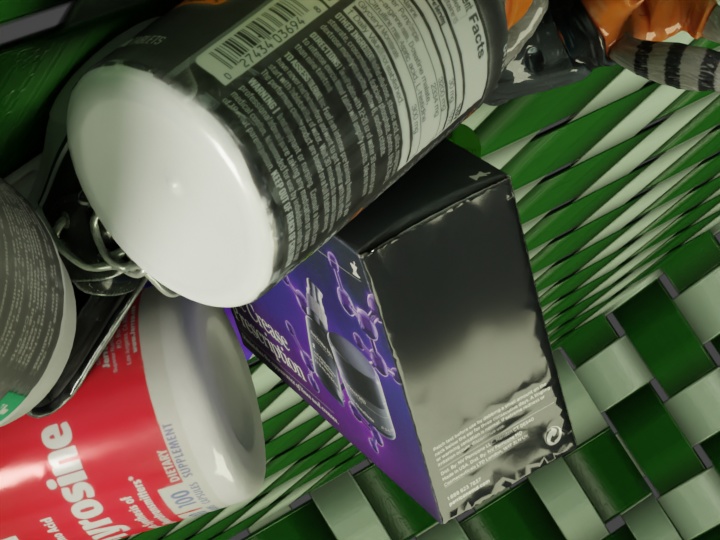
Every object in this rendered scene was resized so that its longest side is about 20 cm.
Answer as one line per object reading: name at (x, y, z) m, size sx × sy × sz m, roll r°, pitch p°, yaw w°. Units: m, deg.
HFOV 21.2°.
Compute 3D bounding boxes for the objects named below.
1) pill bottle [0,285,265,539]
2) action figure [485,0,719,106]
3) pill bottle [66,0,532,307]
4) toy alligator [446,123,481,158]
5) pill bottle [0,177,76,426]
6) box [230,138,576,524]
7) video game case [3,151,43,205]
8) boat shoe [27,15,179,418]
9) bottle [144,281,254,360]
pill bottle at (-0.155, 0.083, 0.936) m, size 0.199 × 0.113 × 0.112 m, roll -18°, pitch 173°, yaw 8°
action figure at (0.092, -0.122, 0.913) m, size 0.192 × 0.105 × 0.200 m, roll -6°, pitch 178°, yaw 25°
pill bottle at (-0.012, -0.081, 0.758) m, size 0.200 × 0.106 × 0.106 m, roll -41°, pitch 177°, yaw -36°
toy alligator at (0.015, -0.062, 0.976) m, size 0.054 × 0.060 × 0.200 m, roll 6°, pitch -178°, yaw -22°
pill bottle at (-0.170, 0.007, 0.697) m, size 0.113 × 0.113 × 0.200 m, roll -33°, pitch 171°, yaw 0°
box at (0.000, 0.000, 0.863) m, size 0.079 × 0.142 × 0.200 m, roll -26°, pitch -149°, yaw -19°
video game case at (-0.163, -0.006, 0.945) m, size 0.182 × 0.024 × 0.200 m, roll -34°, pitch 170°, yaw 3°
boat shoe at (-0.110, -0.017, 0.823) m, size 0.073 × 0.068 × 0.200 m, roll 5°, pitch 132°, yaw -46°
bottle at (-0.081, 0.013, 1.074) m, size 0.065 × 0.084 × 0.200 m, roll 8°, pitch -158°, yaw 26°
